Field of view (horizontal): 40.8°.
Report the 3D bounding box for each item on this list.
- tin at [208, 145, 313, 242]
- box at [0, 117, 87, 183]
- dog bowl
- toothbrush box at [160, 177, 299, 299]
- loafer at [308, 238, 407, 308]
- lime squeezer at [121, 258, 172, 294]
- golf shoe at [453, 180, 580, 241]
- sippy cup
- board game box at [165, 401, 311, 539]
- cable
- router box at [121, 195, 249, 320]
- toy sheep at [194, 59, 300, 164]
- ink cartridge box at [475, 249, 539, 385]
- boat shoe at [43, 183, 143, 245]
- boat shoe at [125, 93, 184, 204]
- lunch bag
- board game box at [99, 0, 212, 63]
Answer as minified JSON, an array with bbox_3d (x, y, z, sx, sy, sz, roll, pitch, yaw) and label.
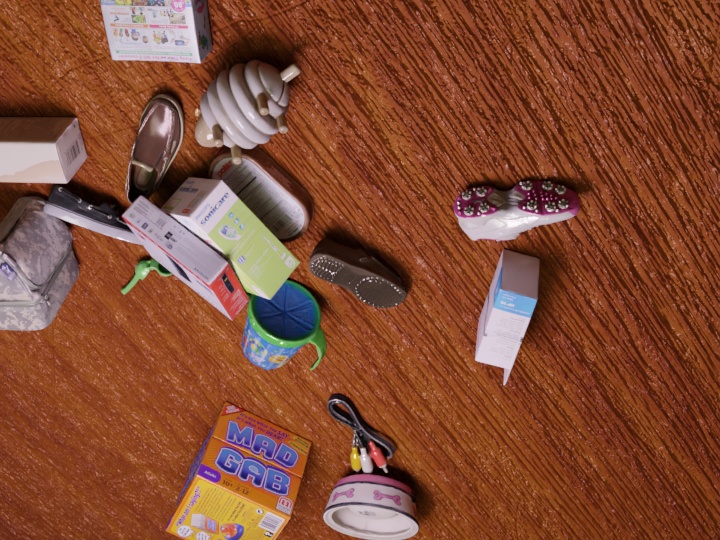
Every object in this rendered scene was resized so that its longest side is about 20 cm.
[{"bbox_3d":[-0.166,-0.128,1.625,0.200,0.042,0.112,41,119,-18],"label":"tin"},{"bbox_3d":[-0.573,-0.203,1.621,0.198,0.095,0.078,3,127,12],"label":"box"},{"bbox_3d":[0.025,0.483,1.980,0.198,0.074,0.201,6,147,4],"label":"dog bowl"},{"bbox_3d":[-0.217,-0.055,1.605,0.200,0.086,0.145,49,162,-28],"label":"toothbrush box"},{"bbox_3d":[0.000,0.000,1.668,0.199,0.068,0.076,29,132,-29],"label":"loafer"},{"bbox_3d":[-0.365,0.009,1.767,0.198,0.038,0.071,-9,124,17],"label":"lime squeezer"},{"bbox_3d":[0.252,-0.091,1.551,0.198,0.076,0.092,-1,141,15],"label":"golf shoe"},{"bbox_3d":[-0.153,0.107,1.743,0.138,0.179,0.131,-10,149,-31],"label":"sippy cup"},{"bbox_3d":[-0.243,0.433,1.950,0.198,0.201,0.201,26,127,-8],"label":"board game box"},{"bbox_3d":[0.002,0.329,1.914,0.096,0.051,0.201,-11,124,22],"label":"cable"},{"bbox_3d":[-0.288,-0.018,1.620,0.199,0.049,0.180,36,166,17],"label":"router box"},{"bbox_3d":[-0.171,-0.251,1.477,0.199,0.138,0.138,-27,117,15],"label":"toy sheep"},{"bbox_3d":[0.243,0.082,1.641,0.066,0.116,0.202,14,127,1],"label":"ink cartridge box"},{"bbox_3d":[-0.452,-0.095,1.694,0.198,0.069,0.057,20,89,-9],"label":"boat shoe"},{"bbox_3d":[-0.341,-0.190,1.591,0.074,0.075,0.203,20,127,-4],"label":"boat shoe"},{"bbox_3d":[-0.593,-0.014,1.697,0.138,0.201,0.169,1,128,10],"label":"lunch bag"},{"bbox_3d":[-0.307,-0.413,1.429,0.146,0.065,0.202,5,125,10],"label":"board game box"}]
